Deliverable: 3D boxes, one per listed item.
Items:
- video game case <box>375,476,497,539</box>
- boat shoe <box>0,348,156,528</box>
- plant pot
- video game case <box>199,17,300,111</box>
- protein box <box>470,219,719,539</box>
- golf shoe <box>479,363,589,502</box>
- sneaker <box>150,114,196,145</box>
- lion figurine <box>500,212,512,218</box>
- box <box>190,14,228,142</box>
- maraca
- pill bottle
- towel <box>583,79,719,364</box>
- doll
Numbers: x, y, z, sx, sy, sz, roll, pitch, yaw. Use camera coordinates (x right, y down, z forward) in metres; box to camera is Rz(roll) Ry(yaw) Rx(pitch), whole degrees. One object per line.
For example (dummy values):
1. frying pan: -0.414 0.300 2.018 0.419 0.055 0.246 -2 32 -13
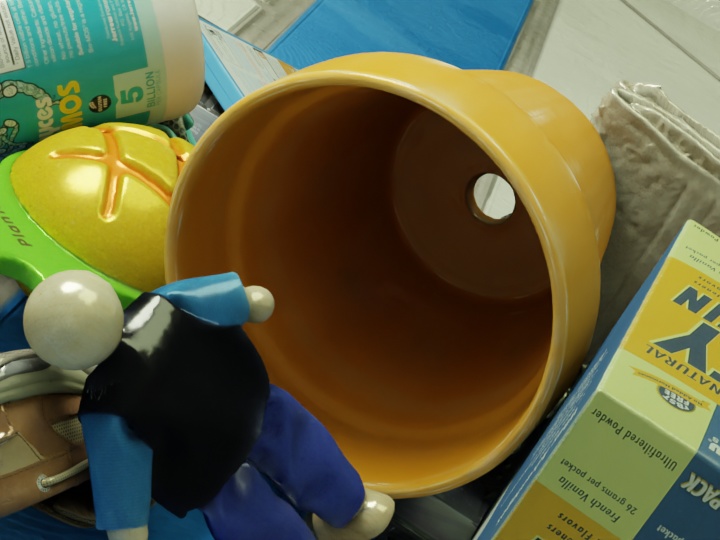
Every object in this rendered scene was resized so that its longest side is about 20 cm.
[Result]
1. video game case: 0.069 0.116 1.120 0.200 0.019 0.143 33 33 -5
2. boat shoe: -0.118 0.076 0.948 0.200 0.076 0.072 1 68 -61
3. plant pot: 0.036 -0.017 1.064 0.200 0.200 0.183 35 29 12
4. video game case: -0.027 -0.089 1.452 0.200 0.018 0.143 22 27 -50
5. protein box: 0.127 0.120 0.946 0.135 0.199 0.200 34 27 4
6. golf shoe: 0.152 0.071 1.092 0.077 0.200 0.088 71 17 4
7. sneaker: -0.132 -0.060 1.224 0.200 0.091 0.078 27 18 -12
8. lion figurine: 0.154 0.016 1.498 0.123 0.072 0.200 63 7 -12
9. box: -0.128 -0.129 1.476 0.158 0.048 0.200 31 18 -4
10. maraca: -0.128 -0.018 1.093 0.137 0.107 0.200 43 22 30
11. pill bottle: -0.189 -0.111 1.142 0.200 0.111 0.111 -16 37 -16
12. towel: 0.140 0.006 1.157 0.132 0.200 0.034 38 35 8
13. doll: -0.066 0.070 0.911 0.048 0.137 0.200 0 -37 44
